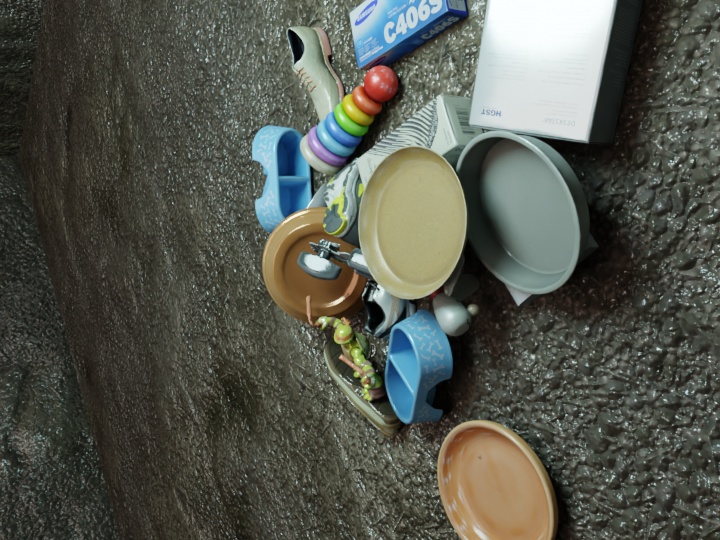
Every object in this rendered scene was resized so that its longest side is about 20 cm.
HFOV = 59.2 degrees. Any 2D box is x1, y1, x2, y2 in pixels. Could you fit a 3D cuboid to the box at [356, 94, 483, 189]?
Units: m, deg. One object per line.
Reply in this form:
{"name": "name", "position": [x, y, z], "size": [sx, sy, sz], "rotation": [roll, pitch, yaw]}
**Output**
{"name": "box", "position": [0.084, -0.170, 0.927], "size": [0.200, 0.068, 0.083], "rotation": [-30, 71, 48]}

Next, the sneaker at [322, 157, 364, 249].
{"name": "sneaker", "position": [-0.010, -0.103, 1.016], "size": [0.074, 0.085, 0.201], "rotation": [-35, 29, 31]}

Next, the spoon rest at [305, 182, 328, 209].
{"name": "spoon rest", "position": [-0.103, -0.067, 1.116], "size": [0.099, 0.060, 0.201], "rotation": [101, -166, -78]}

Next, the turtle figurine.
{"name": "turtle figurine", "position": [-0.010, 0.125, 1.001], "size": [0.200, 0.064, 0.162], "rotation": [45, 168, 42]}

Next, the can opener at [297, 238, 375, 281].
{"name": "can opener", "position": [0.000, 0.000, 0.961], "size": [0.199, 0.053, 0.067], "rotation": [16, 78, 27]}

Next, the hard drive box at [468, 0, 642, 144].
{"name": "hard drive box", "position": [0.220, -0.255, 0.722], "size": [0.155, 0.077, 0.201], "rotation": [20, 110, 37]}

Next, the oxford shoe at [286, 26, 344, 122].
{"name": "oxford shoe", "position": [-0.084, -0.333, 1.107], "size": [0.071, 0.074, 0.201], "rotation": [-32, 71, 48]}

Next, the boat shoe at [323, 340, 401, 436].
{"name": "boat shoe", "position": [-0.003, 0.206, 1.095], "size": [0.200, 0.071, 0.076], "rotation": [49, 146, 37]}

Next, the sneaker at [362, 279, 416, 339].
{"name": "sneaker", "position": [0.044, 0.013, 0.996], "size": [0.074, 0.080, 0.201], "rotation": [2, 95, 53]}

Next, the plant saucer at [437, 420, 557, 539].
{"name": "plant saucer", "position": [0.190, 0.306, 0.877], "size": [0.200, 0.037, 0.201], "rotation": [9, 102, 51]}

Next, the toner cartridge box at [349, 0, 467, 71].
{"name": "toner cartridge box", "position": [0.065, -0.380, 0.942], "size": [0.200, 0.043, 0.096], "rotation": [-15, 82, 51]}

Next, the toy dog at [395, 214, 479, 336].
{"name": "toy dog", "position": [0.126, -0.013, 0.882], "size": [0.096, 0.132, 0.201], "rotation": [-25, 77, 10]}

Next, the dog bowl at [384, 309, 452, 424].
{"name": "dog bowl", "position": [0.081, 0.151, 0.945], "size": [0.112, 0.049, 0.201], "rotation": [-124, 28, -42]}

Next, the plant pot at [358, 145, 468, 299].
{"name": "plant pot", "position": [0.071, -0.063, 0.840], "size": [0.199, 0.027, 0.201], "rotation": [3, 94, 50]}

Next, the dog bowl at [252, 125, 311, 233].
{"name": "dog bowl", "position": [-0.139, -0.167, 1.167], "size": [0.049, 0.111, 0.201], "rotation": [2, 96, 37]}

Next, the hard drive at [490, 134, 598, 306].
{"name": "hard drive", "position": [0.203, -0.073, 0.827], "size": [0.132, 0.027, 0.201], "rotation": [-50, 58, 42]}

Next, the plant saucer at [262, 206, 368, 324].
{"name": "plant saucer", "position": [-0.066, -0.004, 1.052], "size": [0.037, 0.199, 0.201], "rotation": [-91, 4, -79]}

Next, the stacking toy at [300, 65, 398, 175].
{"name": "stacking toy", "position": [-0.013, -0.248, 1.026], "size": [0.200, 0.085, 0.086], "rotation": [-44, 62, 36]}

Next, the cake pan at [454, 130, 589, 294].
{"name": "cake pan", "position": [0.189, -0.070, 0.747], "size": [0.200, 0.037, 0.201], "rotation": [45, 148, 37]}
